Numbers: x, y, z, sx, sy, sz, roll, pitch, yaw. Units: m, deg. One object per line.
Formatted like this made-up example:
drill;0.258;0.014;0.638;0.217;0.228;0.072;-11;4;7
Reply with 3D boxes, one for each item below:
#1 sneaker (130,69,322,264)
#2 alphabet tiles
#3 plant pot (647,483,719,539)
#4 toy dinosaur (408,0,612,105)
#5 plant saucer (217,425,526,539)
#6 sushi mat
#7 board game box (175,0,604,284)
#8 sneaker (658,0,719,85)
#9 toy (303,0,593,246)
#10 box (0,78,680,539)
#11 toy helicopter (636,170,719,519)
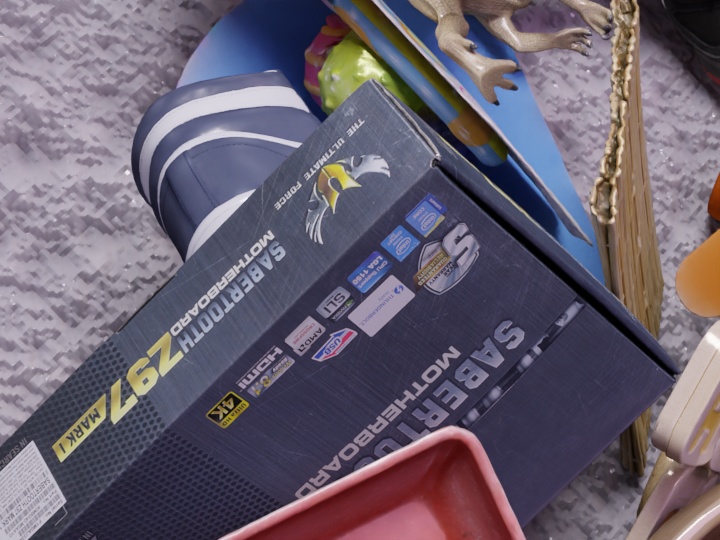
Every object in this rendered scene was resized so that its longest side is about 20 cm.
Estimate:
sneaker;0.000;0.000;0.864;0.200;0.070;0.109;33;16;-45
alphabet tiles;0.158;0.032;0.898;0.015;0.200;0.196;30;93;22
plant pot;0.159;0.167;0.873;0.200;0.093;0.202;2;83;-16
toy dinosaur;0.031;-0.115;0.939;0.200;0.058;0.101;15;23;-47
plant saucer;-0.015;0.178;0.754;0.199;0.037;0.200;-25;91;-10
sushi mat;0.100;-0.009;0.910;0.012;0.200;0.096;4;60;12
board game box;0.010;-0.017;0.945;0.158;0.039;0.201;-19;82;-34
sneaker;0.126;-0.156;1.016;0.098;0.071;0.201;-38;116;-38
toy;-0.001;-0.078;0.894;0.047;0.115;0.200;-39;97;5
box;-0.013;0.056;0.787;0.158;0.200;0.051;39;10;-46
toy helicopter;0.158;0.012;0.963;0.079;0.132;0.200;24;72;10
